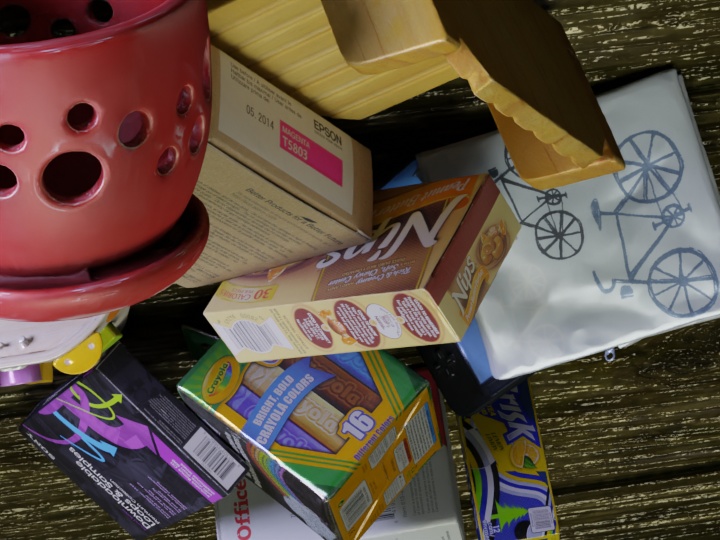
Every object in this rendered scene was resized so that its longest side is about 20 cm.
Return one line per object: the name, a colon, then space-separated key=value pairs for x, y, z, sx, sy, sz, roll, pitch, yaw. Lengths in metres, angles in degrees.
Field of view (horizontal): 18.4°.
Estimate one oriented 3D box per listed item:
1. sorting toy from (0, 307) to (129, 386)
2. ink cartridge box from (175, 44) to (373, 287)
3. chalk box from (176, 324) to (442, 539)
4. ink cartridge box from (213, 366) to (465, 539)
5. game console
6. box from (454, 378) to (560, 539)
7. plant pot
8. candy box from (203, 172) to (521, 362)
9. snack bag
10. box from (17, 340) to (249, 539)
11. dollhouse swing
sorting toy: x=-0.251 y=0.043 z=1.670 sx=0.200 sy=0.107 sz=0.180 roll=-9 pitch=170 yaw=1
ink cartridge box: x=-0.112 y=-0.067 z=1.482 sx=0.165 sy=0.075 sz=0.200 roll=-15 pitch=152 yaw=31
chalk box: x=-0.053 y=0.100 z=1.727 sx=0.124 sy=0.200 sz=0.125 roll=-47 pitch=157 yaw=-16
ink cartridge box: x=-0.021 y=0.176 z=1.882 sx=0.200 sy=0.146 sz=0.083 roll=-10 pitch=153 yaw=4
game console: x=0.063 y=0.009 z=1.650 sx=0.118 sy=0.171 sz=0.200 roll=-18 pitch=164 yaw=-45
box: x=0.114 y=0.141 z=1.797 sx=0.064 sy=0.200 sz=0.070 roll=-9 pitch=150 yaw=0
plant pot: x=-0.182 y=-0.078 z=1.280 sx=0.200 sy=0.200 sz=0.183 roll=-6 pitch=114 yaw=-5
candy box: x=0.000 y=0.000 z=1.539 sx=0.200 sy=0.115 sz=0.055 roll=-6 pitch=130 yaw=39
snack bag: x=0.158 y=-0.026 z=1.573 sx=0.200 sy=0.021 sz=0.189 roll=-19 pitch=106 yaw=8
box: x=-0.184 y=0.141 z=1.771 sx=0.143 sy=0.036 sz=0.200 roll=44 pitch=150 yaw=-7
dollhouse swing: x=0.020 y=-0.112 z=1.386 sx=0.176 sy=0.182 sz=0.200 roll=-35 pitch=143 yaw=21
